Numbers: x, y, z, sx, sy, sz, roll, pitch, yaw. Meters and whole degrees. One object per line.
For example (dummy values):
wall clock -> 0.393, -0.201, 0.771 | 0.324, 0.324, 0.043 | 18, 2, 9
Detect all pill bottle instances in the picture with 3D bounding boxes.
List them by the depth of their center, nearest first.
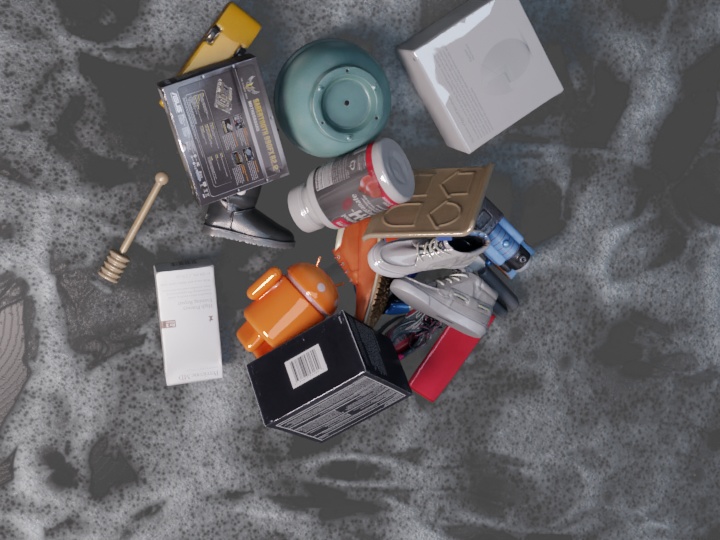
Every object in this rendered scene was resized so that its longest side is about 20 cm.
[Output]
pill bottle -> -0.019, -0.134, 1.664 | 0.199, 0.111, 0.111 | -21, 111, 29

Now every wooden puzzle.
wooden puzzle -> 0.118, -0.105, 1.672 | 0.199, 0.186, 0.046 | -4, 128, 25

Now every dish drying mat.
dish drying mat -> 0.167, 0.148, 1.863 | 0.077, 0.018, 0.201 | 34, 91, -26

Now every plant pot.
plant pot -> -0.034, -0.278, 1.650 | 0.199, 0.134, 0.202 | -3, 103, -13

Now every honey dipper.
honey dipper -> -0.372, -0.075, 1.663 | 0.038, 0.038, 0.201 | 28, 93, -19

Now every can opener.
can opener -> 0.216, 0.005, 1.822 | 0.053, 0.067, 0.200 | -35, 119, 21

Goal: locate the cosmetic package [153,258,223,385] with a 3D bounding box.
cosmetic package -> -0.291, 0.086, 1.703 | 0.101, 0.074, 0.201 | -7, 104, -12

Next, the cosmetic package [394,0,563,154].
cosmetic package -> 0.198, -0.339, 1.702 | 0.199, 0.123, 0.200 | -34, 109, -6

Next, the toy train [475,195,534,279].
toy train -> 0.228, -0.067, 1.778 | 0.200, 0.114, 0.087 | 43, 91, -19

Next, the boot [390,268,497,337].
boot -> 0.148, 0.034, 1.748 | 0.199, 0.073, 0.096 | 29, 76, -24

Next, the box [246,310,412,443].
box -> -0.051, 0.184, 1.688 | 0.199, 0.124, 0.198 | -29, 152, 14

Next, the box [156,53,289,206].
box -> -0.214, -0.222, 1.585 | 0.158, 0.048, 0.201 | -22, 114, -15

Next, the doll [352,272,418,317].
doll -> 0.053, 0.022, 1.785 | 0.136, 0.048, 0.201 | 35, 95, -1

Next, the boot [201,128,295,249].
boot -> -0.170, -0.146, 1.688 | 0.164, 0.066, 0.201 | 10, 96, -18

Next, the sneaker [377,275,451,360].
sneaker -> 0.117, 0.094, 1.809 | 0.200, 0.075, 0.081 | -43, 109, -2

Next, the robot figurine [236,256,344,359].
robot figurine -> -0.120, 0.067, 1.719 | 0.200, 0.117, 0.144 | -44, 84, -3

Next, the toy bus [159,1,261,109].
toy bus -> -0.243, -0.332, 1.612 | 0.065, 0.078, 0.200 | 36, 92, -21

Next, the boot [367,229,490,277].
boot -> 0.116, -0.039, 1.669 | 0.199, 0.096, 0.074 | -7, 75, -25

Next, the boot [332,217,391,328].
boot -> 0.000, 0.000, 1.739 | 0.107, 0.075, 0.201 | 6, 85, 16
